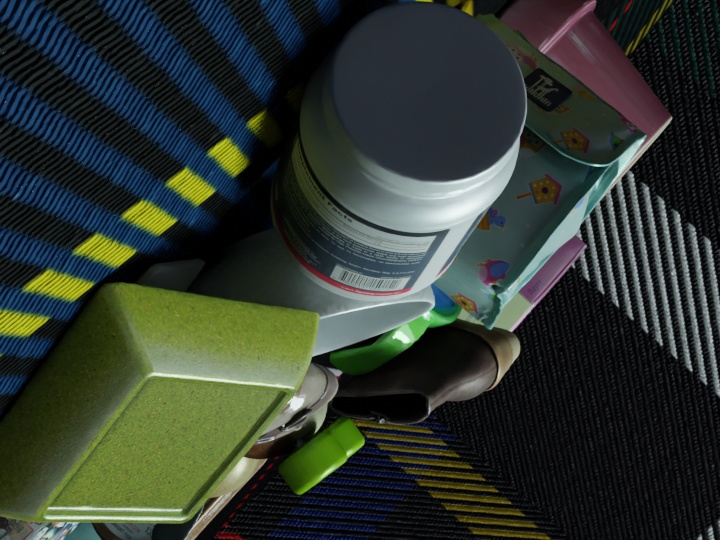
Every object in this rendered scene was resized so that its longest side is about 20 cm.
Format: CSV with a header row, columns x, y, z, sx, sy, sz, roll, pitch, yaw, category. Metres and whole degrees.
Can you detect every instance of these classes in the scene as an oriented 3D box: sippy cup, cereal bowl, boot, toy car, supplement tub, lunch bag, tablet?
x,y,z,sx,sy,sz,roll,pitch,yaw,category
0.000,0.000,1.456,0.130,0.140,0.178,-21,-171,24,sippy cup
-0.049,0.015,1.291,0.200,0.083,0.200,-16,172,-2,cereal bowl
-0.118,0.118,1.308,0.200,0.070,0.146,-23,165,33,boot
0.020,0.079,1.466,0.200,0.072,0.166,1,-164,36,boot
-0.128,0.144,1.462,0.200,0.164,0.158,-37,176,10,toy car
0.022,-0.073,1.123,0.140,0.140,0.200,-46,174,-23,supplement tub
0.102,-0.087,1.328,0.200,0.170,0.122,-48,168,-16,lunch bag
-0.184,0.070,1.181,0.200,0.014,0.130,-49,175,8,tablet

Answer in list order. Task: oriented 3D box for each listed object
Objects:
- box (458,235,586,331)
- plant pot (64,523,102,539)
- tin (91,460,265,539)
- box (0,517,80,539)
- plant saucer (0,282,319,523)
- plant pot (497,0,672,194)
x,y,z,sx,sy,sz,roll,pitch,yaw,category
0.078,-0.020,1.607,0.097,0.200,0.176,-45,173,-34,box
-0.256,0.306,1.626,0.200,0.134,0.200,-47,175,-5,plant pot
-0.159,0.169,1.541,0.200,0.112,0.042,-48,174,-12,tin
-0.292,0.232,1.270,0.200,0.040,0.137,-43,173,-16,box
-0.136,0.104,1.138,0.200,0.048,0.200,10,127,-49,plant saucer
0.187,-0.156,1.640,0.200,0.179,0.200,-47,175,-5,plant pot
